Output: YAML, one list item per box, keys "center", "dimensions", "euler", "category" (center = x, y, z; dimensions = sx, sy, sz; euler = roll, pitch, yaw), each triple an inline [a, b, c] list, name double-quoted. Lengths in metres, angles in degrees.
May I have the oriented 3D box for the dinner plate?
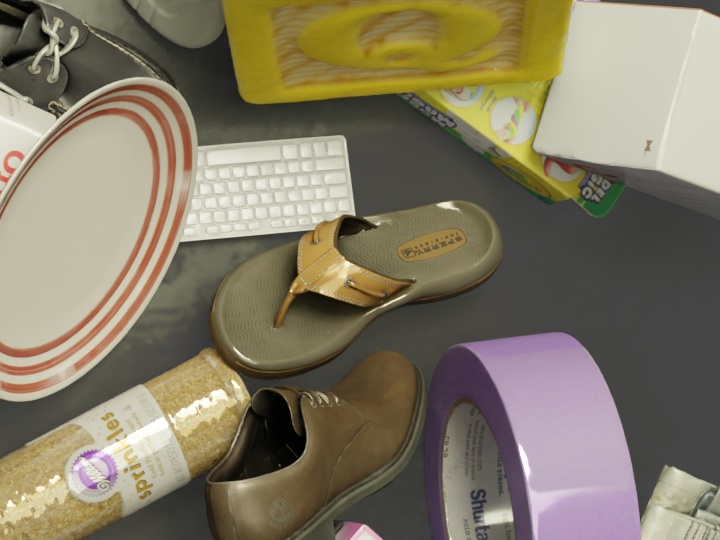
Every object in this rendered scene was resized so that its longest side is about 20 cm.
- center: [-0.161, -0.020, 1.568]
  dimensions: [0.024, 0.200, 0.200]
  euler: [27, 78, 24]
  category: "dinner plate"

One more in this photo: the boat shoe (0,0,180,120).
- center: [-0.195, -0.124, 1.614]
  dimensions: [0.200, 0.063, 0.073]
  euler: [21, 82, -13]
  category: "boat shoe"

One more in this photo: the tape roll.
- center: [0.096, 0.138, 1.607]
  dimensions: [0.065, 0.200, 0.201]
  euler: [-5, 88, -15]
  category: "tape roll"

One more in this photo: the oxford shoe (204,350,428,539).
- center: [-0.022, 0.093, 1.604]
  dimensions: [0.200, 0.073, 0.085]
  euler: [-47, 126, -48]
  category: "oxford shoe"

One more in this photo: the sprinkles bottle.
- center: [-0.156, 0.117, 1.609]
  dimensions: [0.200, 0.068, 0.068]
  euler: [-28, 94, -15]
  category: "sprinkles bottle"

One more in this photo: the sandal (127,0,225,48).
- center: [-0.129, -0.228, 1.638]
  dimensions: [0.050, 0.082, 0.203]
  euler: [-36, 98, -43]
  category: "sandal"

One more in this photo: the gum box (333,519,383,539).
- center: [-0.052, 0.239, 1.606]
  dimensions: [0.066, 0.113, 0.200]
  euler: [43, 78, -10]
  category: "gum box"

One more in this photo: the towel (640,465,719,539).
- center: [0.237, 0.240, 1.725]
  dimensions: [0.192, 0.035, 0.200]
  euler: [24, 81, -12]
  category: "towel"

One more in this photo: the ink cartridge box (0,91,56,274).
- center: [-0.286, -0.055, 1.560]
  dimensions: [0.200, 0.084, 0.146]
  euler: [24, 97, -13]
  category: "ink cartridge box"

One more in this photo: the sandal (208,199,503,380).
- center: [0.000, 0.000, 1.643]
  dimensions: [0.200, 0.055, 0.082]
  euler: [-19, 62, -22]
  category: "sandal"

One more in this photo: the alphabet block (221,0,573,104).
- center: [0.016, -0.223, 1.575]
  dimensions: [0.196, 0.195, 0.201]
  euler: [-5, 74, 1]
  category: "alphabet block"

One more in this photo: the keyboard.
- center: [-0.102, -0.046, 1.662]
  dimensions: [0.199, 0.011, 0.056]
  euler: [-5, 88, -15]
  category: "keyboard"

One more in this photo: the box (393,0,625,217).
- center: [0.094, -0.129, 1.701]
  dimensions: [0.200, 0.048, 0.117]
  euler: [36, 78, -8]
  category: "box"

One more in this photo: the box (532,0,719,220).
- center: [0.225, -0.083, 1.661]
  dimensions: [0.200, 0.124, 0.098]
  euler: [17, 88, -33]
  category: "box"
